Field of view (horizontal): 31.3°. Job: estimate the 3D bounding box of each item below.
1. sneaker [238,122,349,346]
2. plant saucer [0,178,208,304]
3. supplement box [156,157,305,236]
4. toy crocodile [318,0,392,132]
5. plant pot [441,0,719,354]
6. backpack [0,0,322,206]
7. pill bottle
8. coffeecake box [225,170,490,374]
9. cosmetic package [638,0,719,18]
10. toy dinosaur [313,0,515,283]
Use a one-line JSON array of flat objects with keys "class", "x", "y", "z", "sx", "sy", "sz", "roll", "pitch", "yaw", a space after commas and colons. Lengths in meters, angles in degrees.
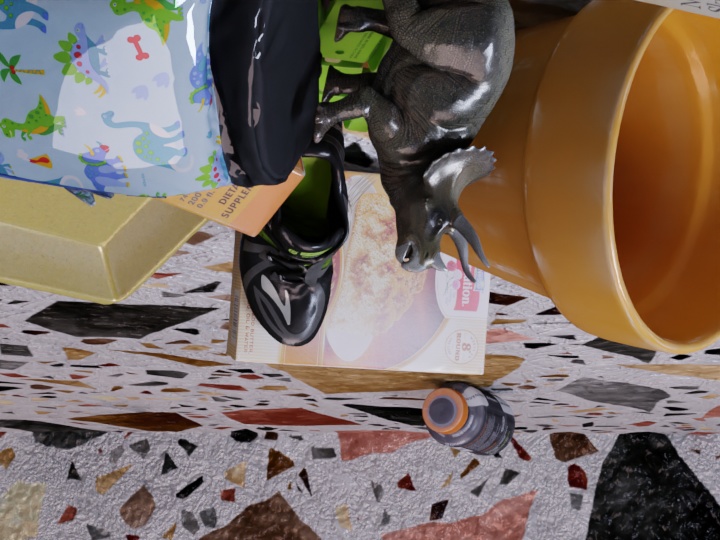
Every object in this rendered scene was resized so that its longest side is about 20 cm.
[{"class": "sneaker", "x": -0.048, "y": -0.025, "z": 0.912, "sx": 0.071, "sy": 0.083, "sz": 0.200, "roll": 3, "pitch": 125, "yaw": -8}, {"class": "plant saucer", "x": -0.201, "y": -0.064, "z": 0.915, "sx": 0.200, "sy": 0.049, "sz": 0.200, "roll": 16, "pitch": 135, "yaw": -45}, {"class": "supplement box", "x": -0.135, "y": -0.091, "z": 0.787, "sx": 0.200, "sy": 0.069, "sz": 0.067, "roll": 22, "pitch": 125, "yaw": -31}, {"class": "toy crocodile", "x": -0.016, "y": -0.130, "z": 0.743, "sx": 0.067, "sy": 0.062, "sz": 0.200, "roll": 5, "pitch": 161, "yaw": -12}, {"class": "plant pot", "x": 0.121, "y": -0.066, "z": 0.748, "sx": 0.183, "sy": 0.201, "sz": 0.200, "roll": 10, "pitch": 176, "yaw": 43}, {"class": "backpack", "x": -0.132, "y": -0.114, "z": 0.632, "sx": 0.200, "sy": 0.154, "sz": 0.163, "roll": 18, "pitch": 136, "yaw": 13}, {"class": "pill bottle", "x": 0.171, "y": 0.240, "z": 2.091, "sx": 0.106, "sy": 0.106, "sz": 0.200, "roll": -6, "pitch": 164, "yaw": 25}, {"class": "coffeecake box", "x": 0.000, "y": 0.000, "z": 1.027, "sx": 0.200, "sy": 0.154, "sz": 0.073, "roll": 4, "pitch": 180, "yaw": -12}, {"class": "cosmetic package", "x": 0.150, "y": -0.146, "z": 0.494, "sx": 0.200, "sy": 0.073, "sz": 0.104, "roll": 16, "pitch": 173, "yaw": 19}, {"class": "toy dinosaur", "x": 0.035, "y": -0.103, "z": 0.644, "sx": 0.102, "sy": 0.200, "sz": 0.077, "roll": 13, "pitch": -163, "yaw": -2}]
